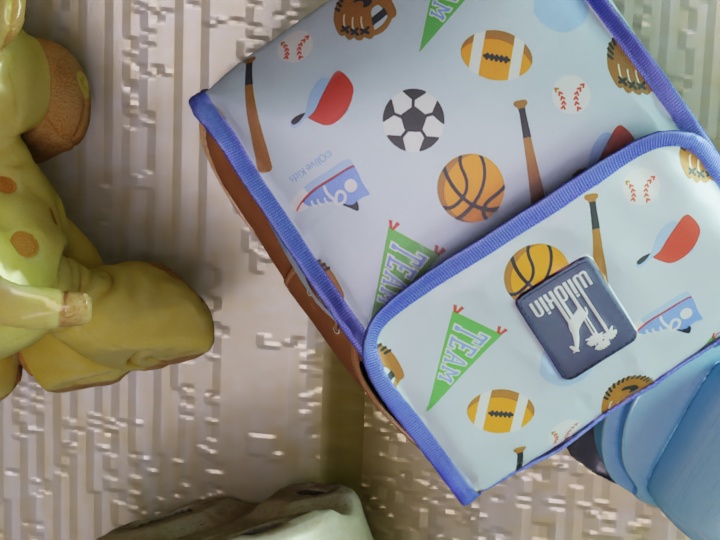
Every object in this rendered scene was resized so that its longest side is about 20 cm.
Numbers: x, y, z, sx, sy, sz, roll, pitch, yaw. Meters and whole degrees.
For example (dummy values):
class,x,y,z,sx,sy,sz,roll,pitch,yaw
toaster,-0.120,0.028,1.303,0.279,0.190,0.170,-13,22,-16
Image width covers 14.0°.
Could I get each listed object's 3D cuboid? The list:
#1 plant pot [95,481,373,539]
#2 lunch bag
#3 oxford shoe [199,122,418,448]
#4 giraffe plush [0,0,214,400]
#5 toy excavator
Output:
class,x,y,z,sx,sy,sz,roll,pitch,yaw
plant pot,-0.044,0.197,1.287,0.200,0.200,0.184,-12,96,12
lunch bag,0.054,-0.031,1.179,0.170,0.124,0.200,-33,87,4
oxford shoe,0.000,0.000,1.263,0.071,0.071,0.200,-36,99,20
giraffe plush,-0.166,-0.038,1.241,0.172,0.200,0.163,-10,78,15
toy excavator,0.194,0.099,1.203,0.194,0.200,0.100,22,111,-18
